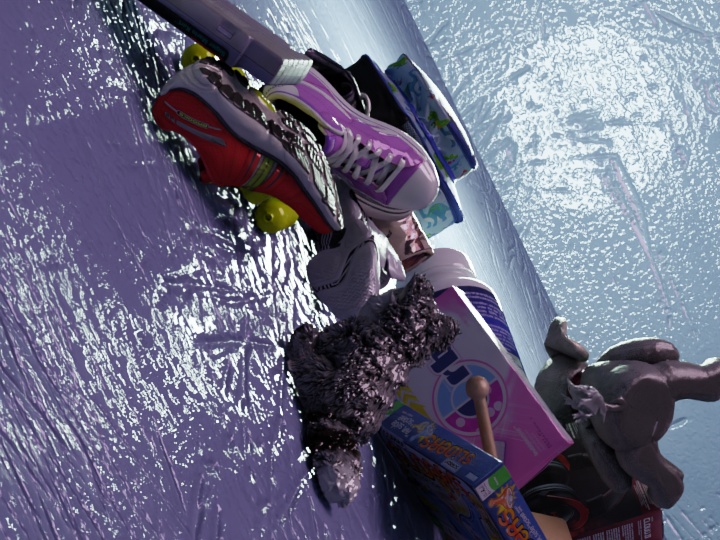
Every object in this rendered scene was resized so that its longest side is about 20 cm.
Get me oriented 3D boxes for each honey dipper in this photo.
[{"bbox_3d":[0.128,0.194,1.577,0.038,0.038,0.202,-63,143,-76],"label":"honey dipper"}]

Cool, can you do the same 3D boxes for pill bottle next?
[{"bbox_3d":[0.104,0.078,1.830,0.120,0.119,0.201,51,17,-49],"label":"pill bottle"}]

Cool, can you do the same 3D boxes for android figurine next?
[{"bbox_3d":[-0.105,-0.120,1.508,0.183,0.041,0.200,64,9,-3],"label":"android figurine"}]

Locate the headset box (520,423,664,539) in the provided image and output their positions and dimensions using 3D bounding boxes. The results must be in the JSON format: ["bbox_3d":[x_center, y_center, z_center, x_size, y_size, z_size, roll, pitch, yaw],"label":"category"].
[{"bbox_3d":[0.225,0.233,1.809,0.075,0.199,0.149,75,-2,-53],"label":"headset box"}]

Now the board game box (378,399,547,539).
[{"bbox_3d":[0.094,0.200,1.504,0.136,0.034,0.200,59,-15,-23],"label":"board game box"}]

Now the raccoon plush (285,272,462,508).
[{"bbox_3d":[0.025,0.097,1.371,0.097,0.133,0.201,53,15,-47],"label":"raccoon plush"}]

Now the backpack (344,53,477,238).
[{"bbox_3d":[0.048,-0.135,1.939,0.201,0.146,0.183,62,-1,-33],"label":"backpack"}]

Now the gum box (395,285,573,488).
[{"bbox_3d":[0.108,0.130,1.643,0.201,0.113,0.066,54,7,11],"label":"gum box"}]

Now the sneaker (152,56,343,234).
[{"bbox_3d":[-0.091,-0.093,1.385,0.200,0.085,0.077,43,24,-32],"label":"sneaker"}]

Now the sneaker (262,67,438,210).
[{"bbox_3d":[-0.012,-0.109,1.587,0.200,0.073,0.114,34,19,-11],"label":"sneaker"}]

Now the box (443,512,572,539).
[{"bbox_3d":[0.163,0.316,1.632,0.163,0.021,0.201,17,40,-34],"label":"box"}]

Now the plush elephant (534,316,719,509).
[{"bbox_3d":[0.248,0.135,1.742,0.199,0.166,0.155,18,1,-31],"label":"plush elephant"}]

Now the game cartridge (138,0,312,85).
[{"bbox_3d":[-0.138,-0.217,1.389,0.199,0.039,0.130,36,15,4],"label":"game cartridge"}]

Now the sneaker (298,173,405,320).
[{"bbox_3d":[0.000,0.000,1.634,0.115,0.075,0.201,52,13,-37],"label":"sneaker"}]

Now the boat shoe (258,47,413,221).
[{"bbox_3d":[-0.011,-0.134,1.684,0.200,0.093,0.075,37,55,-6],"label":"boat shoe"}]

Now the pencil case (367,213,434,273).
[{"bbox_3d":[-0.006,-0.082,1.773,0.201,0.089,0.078,62,-1,4],"label":"pencil case"}]
